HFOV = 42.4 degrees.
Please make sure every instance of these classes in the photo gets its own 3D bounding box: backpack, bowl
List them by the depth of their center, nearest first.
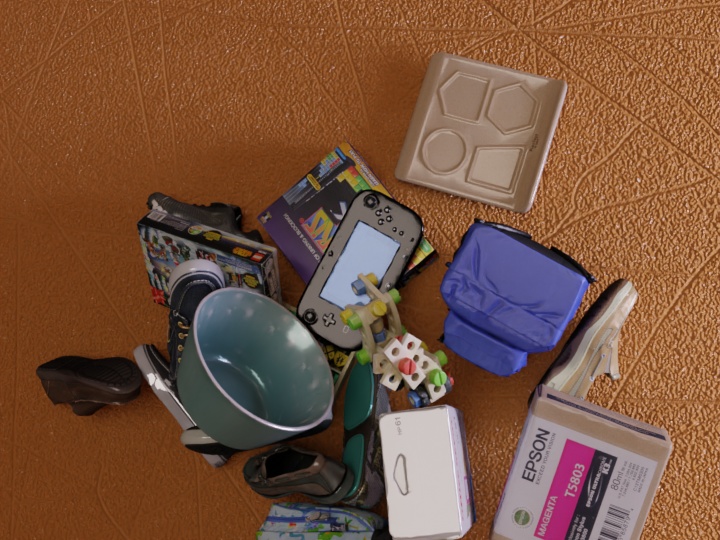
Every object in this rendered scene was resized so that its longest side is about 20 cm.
[{"bbox_3d":[-0.139,0.131,1.109,0.105,0.200,0.202,-46,72,30],"label":"bowl"},{"bbox_3d":[0.175,0.033,1.125,0.161,0.200,0.169,34,98,10],"label":"backpack"},{"bbox_3d":[-0.035,0.353,1.148,0.197,0.163,0.156,-19,68,16],"label":"backpack"}]

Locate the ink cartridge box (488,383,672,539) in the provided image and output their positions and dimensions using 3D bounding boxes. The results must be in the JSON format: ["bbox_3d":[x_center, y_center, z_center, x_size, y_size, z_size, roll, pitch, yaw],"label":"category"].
[{"bbox_3d":[0.257,0.261,1.103,0.162,0.075,0.203,18,99,10],"label":"ink cartridge box"}]

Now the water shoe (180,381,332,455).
[{"bbox_3d":[-0.136,0.186,1.206,0.197,0.072,0.080,-9,66,-5],"label":"water shoe"}]

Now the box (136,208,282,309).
[{"bbox_3d":[-0.195,0.009,1.221,0.198,0.138,0.040,17,43,23],"label":"box"}]

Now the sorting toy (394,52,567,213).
[{"bbox_3d":[0.161,-0.186,1.253,0.197,0.036,0.188,16,84,19],"label":"sorting toy"}]

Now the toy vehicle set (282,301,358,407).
[{"bbox_3d":[-0.109,0.110,1.263,0.198,0.027,0.126,25,86,16],"label":"toy vehicle set"}]

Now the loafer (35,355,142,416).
[{"bbox_3d":[-0.364,0.161,1.275,0.198,0.073,0.072,3,110,41],"label":"loafer"}]

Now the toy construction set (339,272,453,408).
[{"bbox_3d":[0.044,0.089,1.097,0.091,0.200,0.133,-22,112,-6],"label":"toy construction set"}]

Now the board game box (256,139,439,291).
[{"bbox_3d":[-0.018,-0.046,1.255,0.165,0.057,0.201,-40,74,2],"label":"board game box"}]

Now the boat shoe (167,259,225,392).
[{"bbox_3d":[-0.207,0.075,1.175,0.070,0.201,0.092,-1,55,-16],"label":"boat shoe"}]

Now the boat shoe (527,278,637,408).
[{"bbox_3d":[0.292,0.108,1.157,0.076,0.072,0.201,34,99,7],"label":"boat shoe"}]

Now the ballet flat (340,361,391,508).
[{"bbox_3d":[0.011,0.212,1.193,0.071,0.072,0.203,-2,53,12],"label":"ballet flat"}]

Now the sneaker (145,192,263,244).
[{"bbox_3d":[-0.212,-0.064,1.300,0.199,0.067,0.091,35,73,24],"label":"sneaker"}]

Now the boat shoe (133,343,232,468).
[{"bbox_3d":[-0.229,0.170,1.260,0.066,0.070,0.201,-38,75,-4],"label":"boat shoe"}]

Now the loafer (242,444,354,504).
[{"bbox_3d":[-0.090,0.245,1.168,0.198,0.063,0.072,-7,43,47],"label":"loafer"}]

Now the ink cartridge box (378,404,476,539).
[{"bbox_3d":[0.084,0.240,1.106,0.083,0.200,0.147,-9,79,11],"label":"ink cartridge box"}]

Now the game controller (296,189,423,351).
[{"bbox_3d":[0.000,0.000,1.193,0.103,0.042,0.202,28,89,14],"label":"game controller"}]
